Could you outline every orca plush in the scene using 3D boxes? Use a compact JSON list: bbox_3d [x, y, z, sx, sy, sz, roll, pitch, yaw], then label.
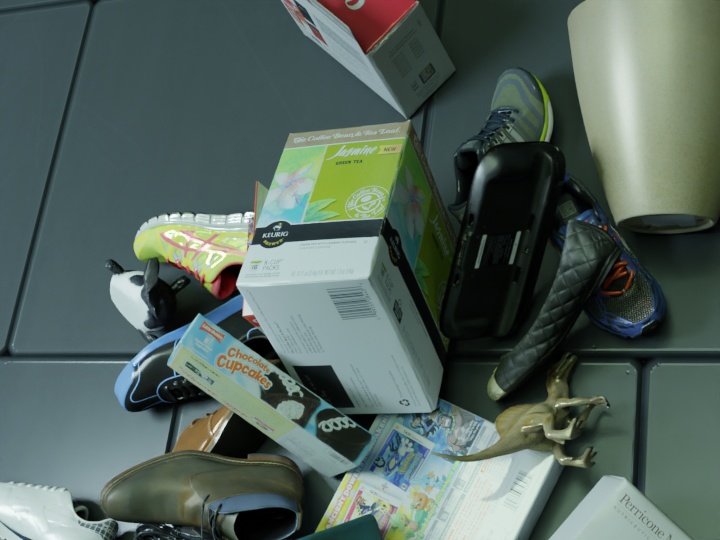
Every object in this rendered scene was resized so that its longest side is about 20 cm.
[{"bbox_3d":[-0.219,0.014,1.298,0.071,0.200,0.106,-33,84,-19],"label":"orca plush"}]

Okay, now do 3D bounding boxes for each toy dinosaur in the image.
[{"bbox_3d":[0.158,0.145,1.088,0.101,0.059,0.199,9,30,42],"label":"toy dinosaur"}]

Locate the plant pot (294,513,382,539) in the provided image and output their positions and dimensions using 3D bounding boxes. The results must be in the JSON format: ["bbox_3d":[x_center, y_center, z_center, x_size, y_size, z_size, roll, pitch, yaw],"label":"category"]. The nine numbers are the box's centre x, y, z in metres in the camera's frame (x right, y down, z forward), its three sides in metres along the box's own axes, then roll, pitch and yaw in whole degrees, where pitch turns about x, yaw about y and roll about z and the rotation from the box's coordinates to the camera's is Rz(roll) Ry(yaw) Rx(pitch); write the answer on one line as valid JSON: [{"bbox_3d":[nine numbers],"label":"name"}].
[{"bbox_3d":[-0.074,0.307,1.031,0.141,0.199,0.143,-24,76,28],"label":"plant pot"}]

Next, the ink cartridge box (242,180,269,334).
[{"bbox_3d":[-0.080,0.006,1.206,0.050,0.200,0.110,-9,63,21],"label":"ink cartridge box"}]

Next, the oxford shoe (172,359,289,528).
[{"bbox_3d":[-0.146,0.165,1.241,0.071,0.071,0.200,34,83,39],"label":"oxford shoe"}]

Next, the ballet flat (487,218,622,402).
[{"bbox_3d":[0.172,0.040,1.129,0.057,0.066,0.201,36,114,12],"label":"ballet flat"}]

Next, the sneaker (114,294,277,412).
[{"bbox_3d":[-0.167,0.102,1.277,0.199,0.070,0.078,-34,51,5],"label":"sneaker"}]

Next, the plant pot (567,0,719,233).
[{"bbox_3d":[0.288,-0.142,1.144,0.186,0.187,0.202,-2,79,23],"label":"plant pot"}]

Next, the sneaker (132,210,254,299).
[{"bbox_3d":[-0.168,-0.014,1.330,0.198,0.078,0.091,-2,76,27],"label":"sneaker"}]

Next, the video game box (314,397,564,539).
[{"bbox_3d":[0.066,0.226,1.132,0.181,0.047,0.201,23,77,28],"label":"video game box"}]

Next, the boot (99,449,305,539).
[{"bbox_3d":[-0.147,0.220,1.150,0.198,0.097,0.075,-6,105,-11],"label":"boot"}]

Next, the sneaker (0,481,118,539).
[{"bbox_3d":[-0.345,0.262,1.288,0.199,0.077,0.081,25,66,26],"label":"sneaker"}]

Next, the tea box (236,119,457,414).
[{"bbox_3d":[0.000,0.000,1.149,0.132,0.201,0.198,-4,49,21],"label":"tea box"}]

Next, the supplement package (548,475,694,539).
[{"bbox_3d":[0.187,0.281,0.993,0.117,0.117,0.200,41,87,9],"label":"supplement package"}]

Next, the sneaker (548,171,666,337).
[{"bbox_3d":[0.219,-0.019,1.160,0.075,0.078,0.201,-36,58,5],"label":"sneaker"}]

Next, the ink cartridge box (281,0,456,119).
[{"bbox_3d":[-0.010,-0.287,1.328,0.084,0.176,0.200,-45,58,-2],"label":"ink cartridge box"}]

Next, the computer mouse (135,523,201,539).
[{"bbox_3d":[-0.173,0.347,1.172,0.109,0.044,0.202,0,73,8],"label":"computer mouse"}]

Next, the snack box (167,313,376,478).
[{"bbox_3d":[-0.088,0.122,1.149,0.199,0.116,0.037,35,69,-5],"label":"snack box"}]

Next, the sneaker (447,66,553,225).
[{"bbox_3d":[0.140,-0.123,1.231,0.073,0.081,0.202,-9,61,43],"label":"sneaker"}]

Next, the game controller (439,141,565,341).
[{"bbox_3d":[0.132,-0.025,1.138,0.042,0.103,0.202,45,130,52],"label":"game controller"}]
